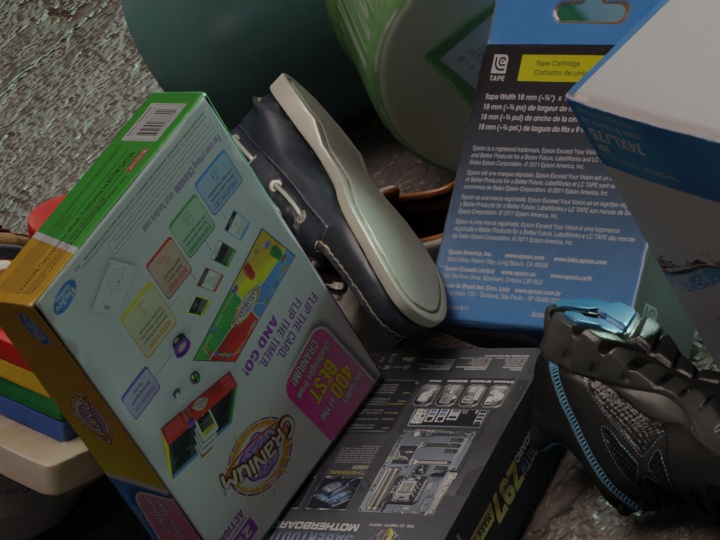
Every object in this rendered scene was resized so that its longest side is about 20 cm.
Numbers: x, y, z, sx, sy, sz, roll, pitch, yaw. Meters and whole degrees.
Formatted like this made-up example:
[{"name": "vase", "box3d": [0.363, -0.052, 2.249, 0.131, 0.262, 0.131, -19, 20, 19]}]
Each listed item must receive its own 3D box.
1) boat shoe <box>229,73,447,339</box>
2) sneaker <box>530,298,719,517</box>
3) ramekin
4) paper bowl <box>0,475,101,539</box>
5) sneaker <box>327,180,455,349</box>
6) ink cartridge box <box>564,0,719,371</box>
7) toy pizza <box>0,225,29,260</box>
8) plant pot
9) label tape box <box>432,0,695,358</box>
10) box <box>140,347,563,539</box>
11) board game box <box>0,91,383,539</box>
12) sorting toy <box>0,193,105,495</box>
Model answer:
[{"name": "boat shoe", "box3d": [-0.018, -0.026, 1.602, 0.062, 0.075, 0.200, -42, 52, 12]}, {"name": "sneaker", "box3d": [0.162, 0.088, 1.442, 0.073, 0.082, 0.200, -6, 30, -42]}, {"name": "ramekin", "box3d": [0.084, -0.148, 1.703, 0.199, 0.200, 0.098, -26, 40, 9]}, {"name": "paper bowl", "box3d": [-0.230, 0.089, 1.685, 0.200, 0.105, 0.201, -2, 22, 1]}, {"name": "sneaker", "box3d": [0.000, 0.000, 1.672, 0.200, 0.085, 0.073, -31, 34, 4]}, {"name": "ink cartridge box", "box3d": [0.229, -0.043, 1.428, 0.147, 0.200, 0.146, -43, 32, -18]}, {"name": "toy pizza", "box3d": [-0.281, -0.008, 1.842, 0.199, 0.200, 0.032, -8, 80, 32]}, {"name": "plant pot", "box3d": [-0.051, -0.173, 1.857, 0.161, 0.201, 0.201, -33, 30, 20]}, {"name": "label tape box", "box3d": [0.124, -0.056, 1.580, 0.144, 0.063, 0.201, 5, 78, 43]}, {"name": "box", "box3d": [-0.002, 0.112, 1.552, 0.199, 0.051, 0.158, -3, 41, 37]}, {"name": "board game box", "box3d": [-0.085, 0.035, 1.489, 0.040, 0.200, 0.153, 4, 46, 43]}, {"name": "sorting toy", "box3d": [-0.154, 0.025, 1.593, 0.200, 0.070, 0.198, -25, 32, -38]}]
